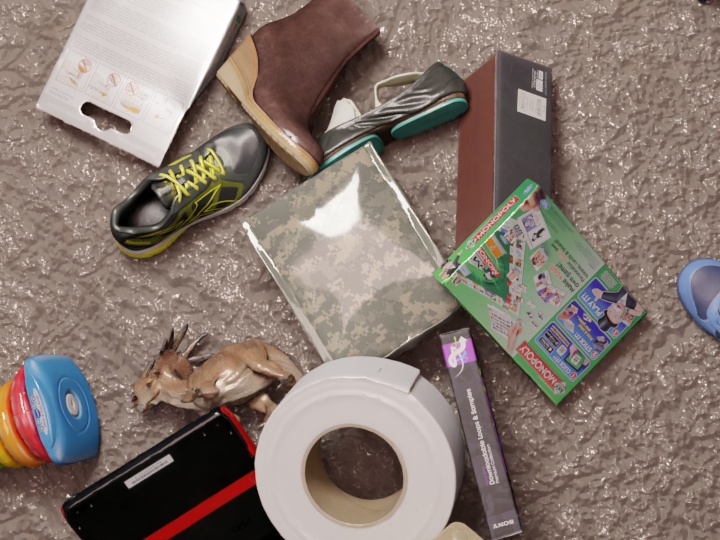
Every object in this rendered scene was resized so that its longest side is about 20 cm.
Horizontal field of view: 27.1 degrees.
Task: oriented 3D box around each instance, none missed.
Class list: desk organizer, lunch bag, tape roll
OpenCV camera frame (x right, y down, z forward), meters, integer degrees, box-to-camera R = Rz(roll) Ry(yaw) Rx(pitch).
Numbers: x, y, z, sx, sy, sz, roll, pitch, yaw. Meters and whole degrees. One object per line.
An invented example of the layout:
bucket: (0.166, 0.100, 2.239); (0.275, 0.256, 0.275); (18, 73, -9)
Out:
desk organizer: (0.147, -0.115, 1.539); (0.071, 0.077, 0.202); (14, 66, -25)
lunch bag: (0.000, 0.000, 1.523); (0.163, 0.118, 0.201); (-31, 76, 1)
tape roll: (0.001, 0.188, 1.454); (0.200, 0.071, 0.204); (3, 103, 12)

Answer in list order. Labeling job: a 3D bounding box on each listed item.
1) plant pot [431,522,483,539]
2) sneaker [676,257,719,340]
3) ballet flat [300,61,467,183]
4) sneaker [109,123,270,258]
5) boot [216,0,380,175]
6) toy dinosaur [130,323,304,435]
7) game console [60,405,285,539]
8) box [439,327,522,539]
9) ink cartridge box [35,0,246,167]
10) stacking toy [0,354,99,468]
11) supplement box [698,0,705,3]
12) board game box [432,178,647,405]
plant pot: (0.083, 0.358, 1.374); (0.200, 0.178, 0.199); (38, 51, 25)
sneaker: (0.399, 0.061, 1.486); (0.074, 0.082, 0.200); (-45, 78, 1)
ballet flat: (0.017, -0.157, 1.570); (0.199, 0.068, 0.069); (-27, 69, 1)
sneaker: (-0.179, -0.084, 1.571); (0.200, 0.085, 0.075); (-40, 81, 1)
boot: (-0.047, -0.205, 1.550); (0.166, 0.072, 0.200); (-37, 52, -3)
toy dinosaur: (-0.137, 0.107, 1.550); (0.198, 0.136, 0.086); (-11, 125, -15)
game console: (-0.176, 0.251, 1.513); (0.199, 0.031, 0.178); (-32, 111, 1)
box: (0.119, 0.163, 1.475); (0.036, 0.143, 0.202); (-13, 82, 3)
ink cartridge box: (-0.236, -0.231, 1.620); (0.160, 0.050, 0.201); (25, 90, 9)
stacking toy: (-0.386, 0.169, 1.565); (0.198, 0.110, 0.117); (-19, 83, 15)
supplement box: (0.369, -0.425, 1.524); (0.199, 0.134, 0.200); (-39, 80, 0)
board game box: (0.181, 0.024, 1.484); (0.135, 0.029, 0.200); (-44, 118, 0)
